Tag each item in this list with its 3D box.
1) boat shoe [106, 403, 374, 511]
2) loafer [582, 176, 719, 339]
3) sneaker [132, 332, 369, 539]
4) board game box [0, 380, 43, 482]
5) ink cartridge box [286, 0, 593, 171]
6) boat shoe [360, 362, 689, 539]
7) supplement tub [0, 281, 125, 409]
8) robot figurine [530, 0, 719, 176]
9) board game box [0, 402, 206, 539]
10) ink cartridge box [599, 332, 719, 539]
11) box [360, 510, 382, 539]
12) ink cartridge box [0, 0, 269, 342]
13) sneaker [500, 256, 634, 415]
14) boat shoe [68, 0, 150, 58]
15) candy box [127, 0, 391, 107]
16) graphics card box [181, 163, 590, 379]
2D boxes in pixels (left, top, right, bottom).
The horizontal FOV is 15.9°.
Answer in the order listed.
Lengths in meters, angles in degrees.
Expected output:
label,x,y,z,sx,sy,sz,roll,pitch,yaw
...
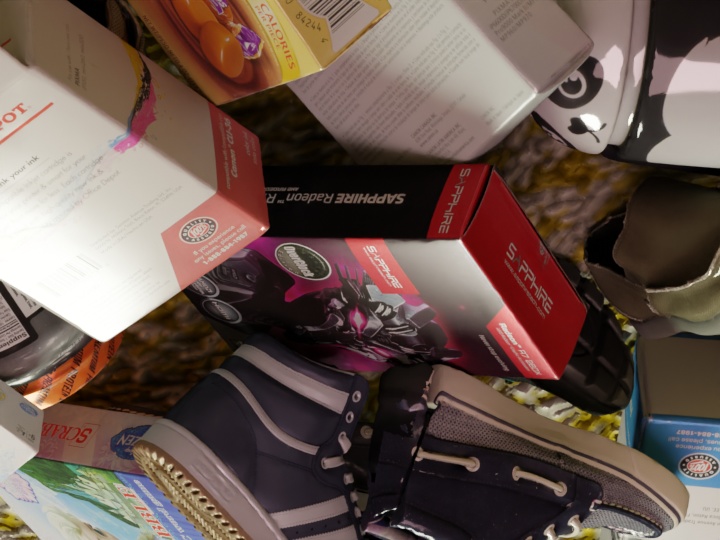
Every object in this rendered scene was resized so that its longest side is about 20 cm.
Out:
label,x,y,z,sx,sy,sz,roll,pitch,yaw
boat shoe,-0.051,0.097,1.463,0.200,0.074,0.060,12,83,2
loafer,0.163,-0.010,1.325,0.070,0.075,0.200,35,162,-7
sneaker,-0.020,0.121,1.340,0.200,0.109,0.070,50,156,-25
board game box,-0.279,0.063,1.300,0.134,0.034,0.200,-39,119,25
ink cartridge box,0.000,-0.136,1.237,0.200,0.057,0.163,51,151,2
boat shoe,0.083,0.125,1.346,0.200,0.093,0.075,25,158,-27
supplement tub,-0.208,-0.027,1.330,0.122,0.123,0.200,-19,125,14
robot figurine,0.174,-0.110,1.262,0.200,0.125,0.151,5,106,-4
board game box,-0.108,0.155,1.449,0.199,0.041,0.200,3,140,49
ink cartridge box,0.216,0.141,1.477,0.146,0.086,0.200,5,128,-2
box,-0.010,0.179,1.471,0.200,0.035,0.110,-2,138,51
ink cartridge box,-0.152,-0.060,1.205,0.116,0.068,0.200,-33,133,25
sneaker,0.063,0.018,1.405,0.200,0.075,0.079,37,130,-15
boat shoe,-0.143,-0.106,1.250,0.074,0.076,0.200,9,153,42
candy box,-0.085,-0.177,1.192,0.200,0.056,0.117,53,151,-16
graphics card box,0.000,0.000,1.304,0.200,0.051,0.126,3,147,33
